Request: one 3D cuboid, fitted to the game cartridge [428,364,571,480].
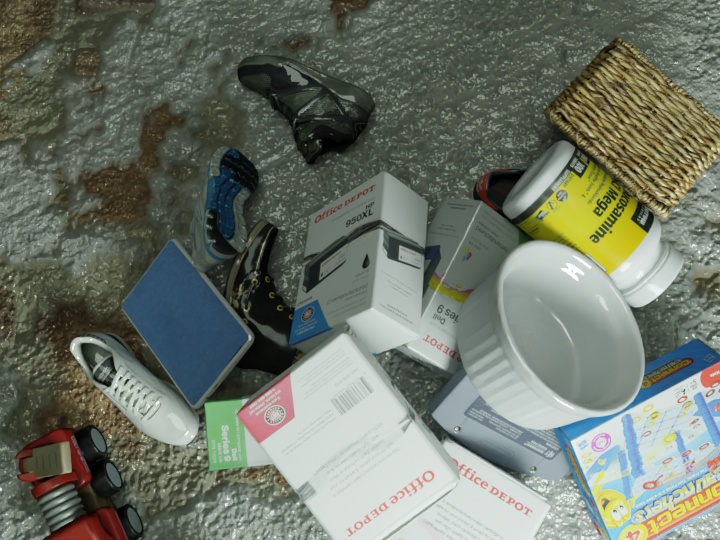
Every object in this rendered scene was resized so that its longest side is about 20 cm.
[{"bbox_3d":[0.190,0.176,0.922,0.200,0.041,0.133,30,111,-15],"label":"game cartridge"}]

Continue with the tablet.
[{"bbox_3d":[-0.229,0.066,0.997,0.130,0.014,0.200,-50,62,13],"label":"tablet"}]

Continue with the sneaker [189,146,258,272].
[{"bbox_3d":[-0.194,-0.083,1.022,0.075,0.087,0.200,30,43,-26],"label":"sneaker"}]

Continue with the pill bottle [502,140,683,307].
[{"bbox_3d":[0.278,-0.051,0.908,0.200,0.112,0.112,39,84,-3],"label":"pill bottle"}]

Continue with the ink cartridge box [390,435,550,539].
[{"bbox_3d":[0.114,0.322,0.923,0.145,0.084,0.200,30,87,9],"label":"ink cartridge box"}]

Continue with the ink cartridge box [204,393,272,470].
[{"bbox_3d":[-0.075,0.188,0.936,0.200,0.146,0.084,-6,81,3],"label":"ink cartridge box"}]

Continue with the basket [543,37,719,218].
[{"bbox_3d":[0.334,-0.164,0.979,0.200,0.143,0.149,42,81,5],"label":"basket"}]

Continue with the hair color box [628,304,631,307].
[{"bbox_3d":[0.275,0.061,0.982,0.100,0.061,0.200,33,83,8],"label":"hair color box"}]

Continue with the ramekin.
[{"bbox_3d":[0.202,0.076,0.838,0.200,0.098,0.201,15,56,-24],"label":"ramekin"}]

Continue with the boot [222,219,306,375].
[{"bbox_3d":[-0.105,0.047,1.003,0.150,0.073,0.200,19,85,8],"label":"boot"}]

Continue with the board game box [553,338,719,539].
[{"bbox_3d":[0.349,0.212,0.899,0.200,0.056,0.196,-28,113,-2],"label":"board game box"}]

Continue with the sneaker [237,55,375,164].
[{"bbox_3d":[-0.091,-0.222,1.054,0.199,0.076,0.114,23,75,2],"label":"sneaker"}]

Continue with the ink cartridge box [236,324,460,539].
[{"bbox_3d":[-0.010,0.180,0.816,0.146,0.085,0.200,-37,91,4],"label":"ink cartridge box"}]

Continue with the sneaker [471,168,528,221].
[{"bbox_3d":[0.247,-0.091,1.002,0.200,0.085,0.075,7,79,5],"label":"sneaker"}]

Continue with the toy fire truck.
[{"bbox_3d":[-0.347,0.270,0.910,0.129,0.200,0.176,-28,78,-2],"label":"toy fire truck"}]

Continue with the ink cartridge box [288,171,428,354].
[{"bbox_3d":[0.000,0.000,0.935,0.145,0.084,0.200,-26,44,39],"label":"ink cartridge box"}]

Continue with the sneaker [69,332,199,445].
[{"bbox_3d":[-0.297,0.157,0.992,0.200,0.081,0.076,38,82,8],"label":"sneaker"}]

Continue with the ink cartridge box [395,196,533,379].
[{"bbox_3d":[0.130,0.030,0.954,0.145,0.087,0.200,33,83,-29],"label":"ink cartridge box"}]
